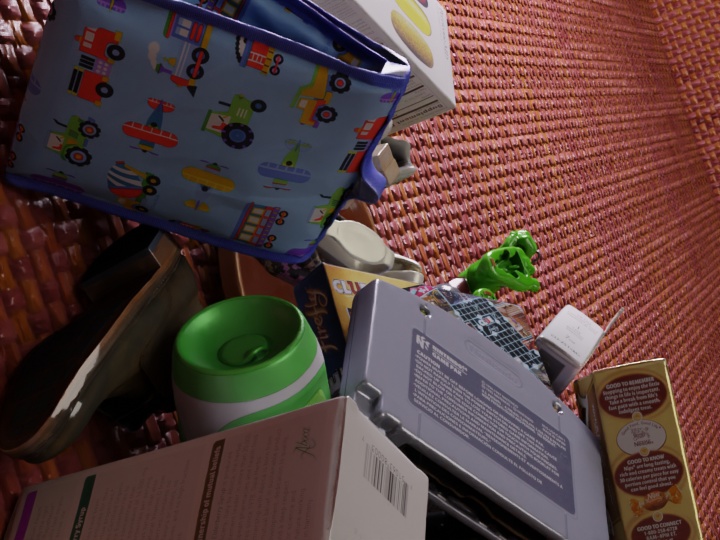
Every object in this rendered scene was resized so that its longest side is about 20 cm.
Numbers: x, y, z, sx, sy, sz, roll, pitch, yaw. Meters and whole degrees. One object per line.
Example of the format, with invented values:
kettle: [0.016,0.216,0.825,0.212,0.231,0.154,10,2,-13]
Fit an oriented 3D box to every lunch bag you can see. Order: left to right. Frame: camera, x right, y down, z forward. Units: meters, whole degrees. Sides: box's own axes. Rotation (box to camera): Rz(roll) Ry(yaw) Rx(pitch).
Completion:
lunch bag: [-0.076,-0.086,0.678,0.199,0.151,0.094,25,40,-7]

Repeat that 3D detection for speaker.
speaker: [-0.051,0.117,0.700,0.089,0.088,0.201,-68,154,-54]

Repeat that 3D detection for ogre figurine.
ogre figurine: [0.073,0.041,0.999,0.098,0.120,0.201,38,42,-25]

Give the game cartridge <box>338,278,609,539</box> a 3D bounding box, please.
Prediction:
game cartridge: [0.071,0.095,0.749,0.200,0.041,0.133,36,36,-19]

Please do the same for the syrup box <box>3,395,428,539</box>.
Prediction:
syrup box: [-0.074,0.133,0.576,0.079,0.199,0.082,49,35,-38]

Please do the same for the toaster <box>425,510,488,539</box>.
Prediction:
toaster: [0.071,0.251,0.809,0.119,0.180,0.201,56,29,-39]

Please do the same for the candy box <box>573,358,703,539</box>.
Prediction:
candy box: [0.196,0.167,0.842,0.115,0.055,0.201,70,11,-81]

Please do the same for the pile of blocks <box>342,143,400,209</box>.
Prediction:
pile of blocks: [-0.070,-0.100,0.777,0.199,0.082,0.062,24,34,7]

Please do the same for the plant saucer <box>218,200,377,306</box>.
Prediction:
plant saucer: [-0.042,0.003,0.896,0.200,0.032,0.201,29,55,-52]

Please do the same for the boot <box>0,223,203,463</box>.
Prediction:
boot: [-0.123,0.058,0.674,0.097,0.074,0.200,56,28,-22]

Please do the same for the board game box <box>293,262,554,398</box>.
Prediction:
board game box: [0.055,0.075,0.819,0.199,0.035,0.136,13,50,-41]

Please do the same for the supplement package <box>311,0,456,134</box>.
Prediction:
supplement package: [-0.016,-0.209,1.020,0.200,0.109,0.114,35,43,-50]

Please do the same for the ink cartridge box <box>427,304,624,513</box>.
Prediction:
ink cartridge box: [0.131,0.114,1.005,0.043,0.200,0.173,37,24,10]

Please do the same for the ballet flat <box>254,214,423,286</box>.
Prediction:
ballet flat: [0.000,0.000,0.866,0.200,0.071,0.070,33,59,-51]

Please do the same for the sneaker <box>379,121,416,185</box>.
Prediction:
sneaker: [-0.029,-0.119,0.955,0.200,0.092,0.076,33,45,-50]
